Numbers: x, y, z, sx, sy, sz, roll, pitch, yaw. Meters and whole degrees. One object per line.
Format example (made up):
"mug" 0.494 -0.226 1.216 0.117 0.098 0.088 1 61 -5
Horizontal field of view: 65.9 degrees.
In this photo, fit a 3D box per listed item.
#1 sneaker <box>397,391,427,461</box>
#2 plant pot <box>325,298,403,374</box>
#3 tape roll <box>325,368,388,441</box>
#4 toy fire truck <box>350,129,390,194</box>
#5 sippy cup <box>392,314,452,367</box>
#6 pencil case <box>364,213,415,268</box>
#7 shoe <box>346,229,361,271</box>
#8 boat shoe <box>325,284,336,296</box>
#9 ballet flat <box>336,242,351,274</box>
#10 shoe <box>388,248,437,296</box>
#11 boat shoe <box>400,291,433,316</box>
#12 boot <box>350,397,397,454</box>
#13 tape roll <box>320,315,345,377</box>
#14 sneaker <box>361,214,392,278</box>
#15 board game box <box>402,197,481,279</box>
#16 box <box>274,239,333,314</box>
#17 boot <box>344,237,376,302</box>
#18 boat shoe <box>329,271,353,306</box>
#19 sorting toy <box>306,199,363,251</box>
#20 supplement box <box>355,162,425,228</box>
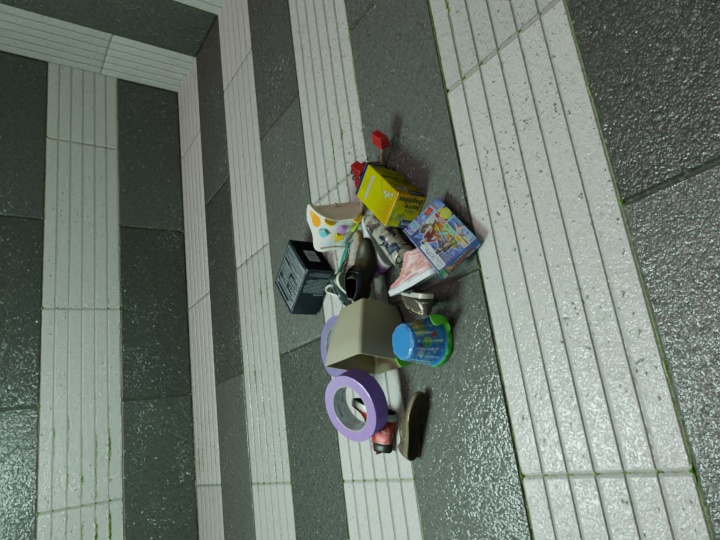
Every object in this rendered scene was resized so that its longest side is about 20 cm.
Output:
"sneaker" 0.136 0.434 1.581 0.075 0.069 0.205 20 103 55
"plant pot" 0.023 0.196 1.673 0.199 0.197 0.181 -30 54 50
"tape roll" -0.013 0.402 1.660 0.197 0.065 0.205 13 110 38
"toy fire truck" 0.037 -0.325 1.760 0.049 0.140 0.202 40 160 35
"sippy cup" 0.160 0.193 1.513 0.139 0.128 0.182 23 105 53
"pencil case" 0.093 -0.092 1.668 0.078 0.088 0.201 -54 49 24
"shoe" -0.019 -0.055 1.806 0.071 0.052 0.203 84 -174 -49
"boat shoe" -0.053 0.061 1.889 0.198 0.068 0.073 -19 70 53
"ballet flat" -0.039 -0.015 1.863 0.068 0.066 0.202 -54 12 41
"shoe" 0.143 -0.001 1.595 0.199 0.071 0.093 -33 73 44
"boat shoe" 0.155 0.091 1.540 0.200 0.070 0.061 174 96 -79
"boot" 0.032 0.488 1.734 0.198 0.071 0.148 15 101 52
"tape roll" -0.050 0.253 1.858 0.198 0.083 0.205 -9 79 55
"sneaker" 0.029 -0.072 1.781 0.114 0.071 0.204 -47 51 47
"board game box" 0.214 -0.090 1.484 0.135 0.034 0.201 -41 47 8
"box" -0.215 0.026 2.083 0.201 0.121 0.201 54 129 45
"boot" 0.000 0.000 1.680 0.073 0.097 0.205 5 91 22
"boat shoe" -0.037 0.083 1.773 0.065 0.200 0.076 -3 50 40
"sorting toy" -0.083 -0.136 1.864 0.108 0.196 0.182 63 151 33
"supplement box" 0.087 -0.226 1.673 0.201 0.107 0.111 51 128 44
